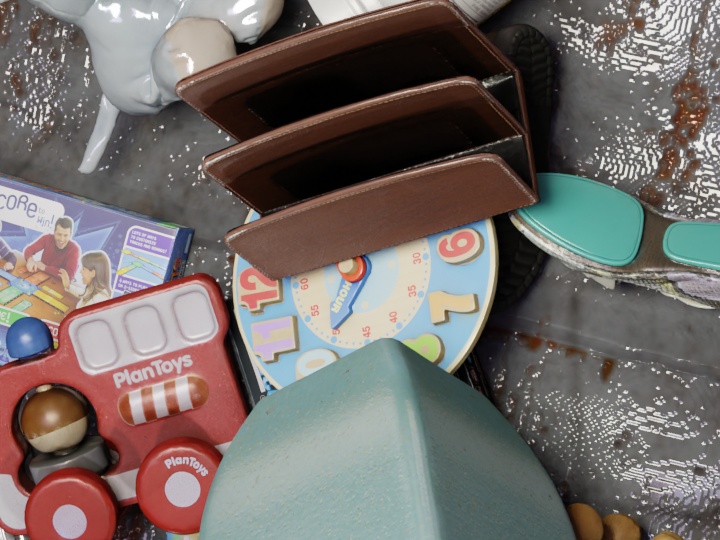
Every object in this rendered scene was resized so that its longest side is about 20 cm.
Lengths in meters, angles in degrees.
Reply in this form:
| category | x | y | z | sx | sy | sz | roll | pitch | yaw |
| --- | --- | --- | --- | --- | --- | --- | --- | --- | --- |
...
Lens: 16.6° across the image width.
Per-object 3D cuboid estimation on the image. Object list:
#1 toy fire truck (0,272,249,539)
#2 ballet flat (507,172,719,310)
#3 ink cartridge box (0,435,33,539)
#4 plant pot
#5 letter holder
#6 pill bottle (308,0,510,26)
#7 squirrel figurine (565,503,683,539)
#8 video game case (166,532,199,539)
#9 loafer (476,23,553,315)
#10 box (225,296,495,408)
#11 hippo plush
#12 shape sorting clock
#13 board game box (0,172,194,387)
| category | x | y | z | sx | sy | sz | roll | pitch | yaw |
| --- | --- | --- | --- | --- | --- | --- | --- | --- | --- |
| toy fire truck | -0.173 | 0.101 | 1.726 | 0.199 | 0.112 | 0.169 | -15 | 99 | 7 |
| ballet flat | 0.192 | -0.009 | 1.658 | 0.199 | 0.072 | 0.072 | 14 | 93 | 10 |
| ink cartridge box | -0.329 | 0.211 | 1.816 | 0.199 | 0.085 | 0.146 | -18 | 84 | 19 |
| plant pot | 0.016 | 0.165 | 1.571 | 0.195 | 0.196 | 0.201 | -28 | 50 | 27 |
| letter holder | -0.005 | -0.086 | 1.604 | 0.199 | 0.142 | 0.101 | -16 | 64 | 20 |
| pill bottle | 0.063 | -0.223 | 1.683 | 0.200 | 0.113 | 0.113 | -37 | 79 | 14 |
| squirrel figurine | 0.135 | 0.254 | 1.641 | 0.186 | 0.141 | 0.201 | 5 | 88 | 24 |
| video game case | -0.066 | 0.271 | 1.764 | 0.143 | 0.018 | 0.201 | -4 | 88 | 17 |
| loafer | 0.088 | -0.069 | 1.702 | 0.071 | 0.073 | 0.201 | 7 | 90 | 43 |
| box | 0.006 | 0.085 | 1.719 | 0.158 | 0.046 | 0.201 | -24 | 75 | 16 |
| hippo plush | -0.157 | -0.201 | 1.715 | 0.161 | 0.159 | 0.200 | 46 | 143 | -15 |
| shape sorting clock | 0.000 | 0.000 | 1.677 | 0.199 | 0.039 | 0.201 | -6 | 78 | 30 |
| board game box | -0.233 | 0.008 | 1.814 | 0.199 | 0.034 | 0.136 | 17 | 94 | 17 |
